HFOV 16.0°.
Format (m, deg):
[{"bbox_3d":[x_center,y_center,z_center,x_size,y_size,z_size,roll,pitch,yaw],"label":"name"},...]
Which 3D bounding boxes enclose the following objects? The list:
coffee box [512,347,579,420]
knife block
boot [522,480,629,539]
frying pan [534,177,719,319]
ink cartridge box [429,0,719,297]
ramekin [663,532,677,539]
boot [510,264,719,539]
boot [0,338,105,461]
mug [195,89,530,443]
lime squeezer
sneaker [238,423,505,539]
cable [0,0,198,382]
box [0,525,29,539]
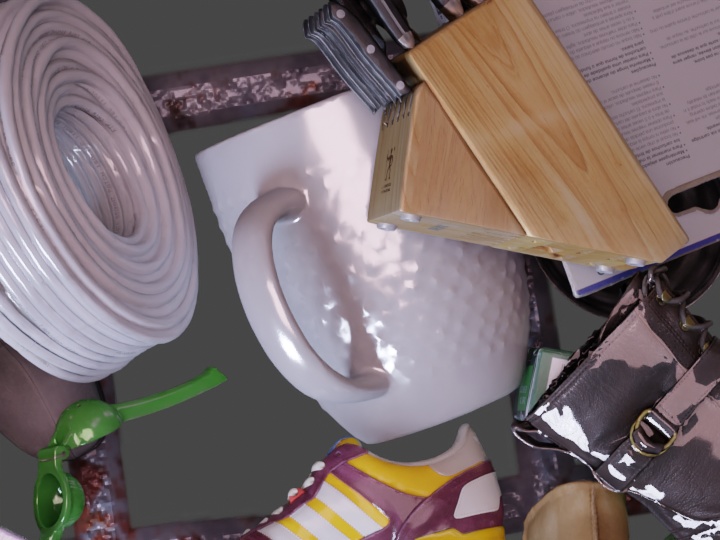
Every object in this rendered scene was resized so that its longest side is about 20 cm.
[{"bbox_3d":[0.184,0.078,1.352,0.200,0.123,0.044,11,88,0],"label":"coffee box"},{"bbox_3d":[0.068,-0.100,1.250,0.200,0.064,0.176,11,84,-14],"label":"knife block"},{"bbox_3d":[0.114,0.235,1.362,0.066,0.175,0.200,3,63,-17],"label":"boot"},{"bbox_3d":[0.156,-0.062,1.399,0.115,0.031,0.190,18,77,-4],"label":"frying pan"},{"bbox_3d":[0.146,-0.107,1.343,0.196,0.043,0.200,-20,93,-27],"label":"ink cartridge box"},{"bbox_3d":[0.237,0.217,1.359,0.200,0.098,0.200,0,89,1],"label":"ramekin"},{"bbox_3d":[0.196,0.064,1.258,0.200,0.069,0.174,-43,90,3],"label":"boot"},{"bbox_3d":[-0.203,0.026,1.350,0.070,0.132,0.200,-31,98,2],"label":"boot"},{"bbox_3d":[0.000,0.000,1.323,0.148,0.200,0.175,-20,92,31],"label":"mug"},{"bbox_3d":[-0.145,0.115,1.357,0.038,0.071,0.200,2,52,39],"label":"lime squeezer"},{"bbox_3d":[-0.023,0.139,1.386,0.200,0.075,0.090,-11,81,-5],"label":"sneaker"},{"bbox_3d":[-0.153,-0.045,1.325,0.069,0.200,0.200,-22,129,21],"label":"cable"},{"bbox_3d":[-0.250,0.112,1.260,0.200,0.041,0.039,26,83,0],"label":"box"}]
